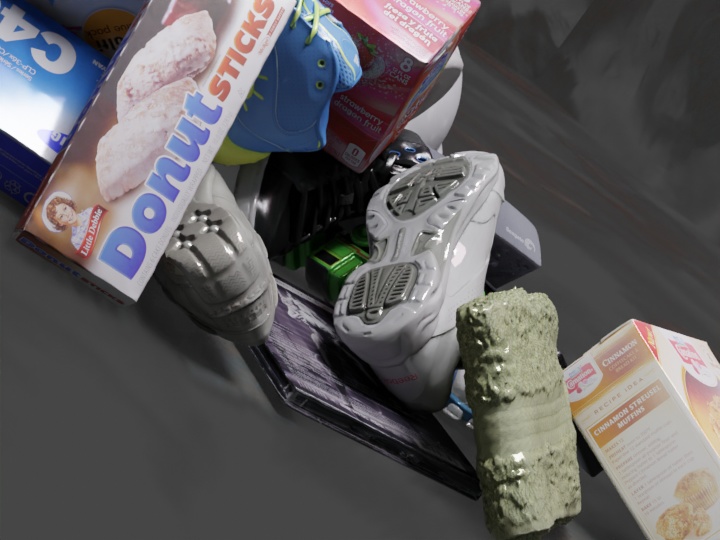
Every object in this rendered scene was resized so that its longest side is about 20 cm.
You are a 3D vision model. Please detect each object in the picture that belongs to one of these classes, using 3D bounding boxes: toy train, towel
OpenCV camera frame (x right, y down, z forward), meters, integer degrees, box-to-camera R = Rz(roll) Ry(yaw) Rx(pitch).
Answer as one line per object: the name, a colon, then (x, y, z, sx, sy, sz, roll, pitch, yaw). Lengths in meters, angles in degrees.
toy train: (0.000, 0.000, 1.373, 0.056, 0.042, 0.200, -33, 48, -32)
towel: (0.097, 0.081, 1.239, 0.200, 0.036, 0.149, 2, 78, -75)

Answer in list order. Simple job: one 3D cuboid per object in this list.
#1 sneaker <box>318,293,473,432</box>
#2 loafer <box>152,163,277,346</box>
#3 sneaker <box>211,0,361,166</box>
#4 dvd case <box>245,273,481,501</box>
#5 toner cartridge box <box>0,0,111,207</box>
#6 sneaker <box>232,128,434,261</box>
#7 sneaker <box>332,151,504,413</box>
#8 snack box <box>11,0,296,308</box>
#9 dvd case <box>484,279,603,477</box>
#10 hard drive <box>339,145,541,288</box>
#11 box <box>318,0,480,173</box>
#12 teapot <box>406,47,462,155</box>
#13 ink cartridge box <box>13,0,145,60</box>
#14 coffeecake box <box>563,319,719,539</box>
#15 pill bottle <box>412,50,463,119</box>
sneaker: (0.059, 0.035, 1.399, 0.200, 0.087, 0.075, 43, 11, 23)
loafer: (-0.092, -0.011, 1.201, 0.070, 0.070, 0.200, 64, -3, -23)
sneaker: (-0.048, -0.154, 1.227, 0.104, 0.201, 0.076, 5, 30, 4)
dvd case: (-0.020, 0.053, 1.255, 0.148, 0.016, 0.200, 29, 13, -33)
toner cartridge box: (-0.198, -0.102, 1.170, 0.200, 0.043, 0.095, 34, 45, -12)
sneaker: (-0.010, -0.054, 1.336, 0.111, 0.073, 0.200, 12, 26, 7)
sneaker: (0.045, 0.008, 1.286, 0.100, 0.078, 0.200, 64, 36, -31)
snack box: (-0.107, -0.082, 1.135, 0.072, 0.201, 0.024, 33, -24, -17)
dvd case: (0.093, 0.044, 1.491, 0.200, 0.018, 0.143, 46, -11, 40)
hard drive: (0.026, -0.048, 1.559, 0.199, 0.042, 0.135, 31, -30, -19)
box: (-0.041, -0.168, 1.311, 0.200, 0.100, 0.096, 36, 41, 4)
teapot: (-0.018, -0.133, 1.702, 0.199, 0.198, 0.147, 8, 50, 8)
ink cartridge box: (-0.158, -0.143, 1.242, 0.114, 0.201, 0.068, 6, 45, 6)
coffeecake box: (0.225, 0.139, 1.379, 0.200, 0.073, 0.153, 59, 19, 21)
pill bottle: (-0.020, -0.203, 1.581, 0.201, 0.114, 0.114, 59, 16, 10)
